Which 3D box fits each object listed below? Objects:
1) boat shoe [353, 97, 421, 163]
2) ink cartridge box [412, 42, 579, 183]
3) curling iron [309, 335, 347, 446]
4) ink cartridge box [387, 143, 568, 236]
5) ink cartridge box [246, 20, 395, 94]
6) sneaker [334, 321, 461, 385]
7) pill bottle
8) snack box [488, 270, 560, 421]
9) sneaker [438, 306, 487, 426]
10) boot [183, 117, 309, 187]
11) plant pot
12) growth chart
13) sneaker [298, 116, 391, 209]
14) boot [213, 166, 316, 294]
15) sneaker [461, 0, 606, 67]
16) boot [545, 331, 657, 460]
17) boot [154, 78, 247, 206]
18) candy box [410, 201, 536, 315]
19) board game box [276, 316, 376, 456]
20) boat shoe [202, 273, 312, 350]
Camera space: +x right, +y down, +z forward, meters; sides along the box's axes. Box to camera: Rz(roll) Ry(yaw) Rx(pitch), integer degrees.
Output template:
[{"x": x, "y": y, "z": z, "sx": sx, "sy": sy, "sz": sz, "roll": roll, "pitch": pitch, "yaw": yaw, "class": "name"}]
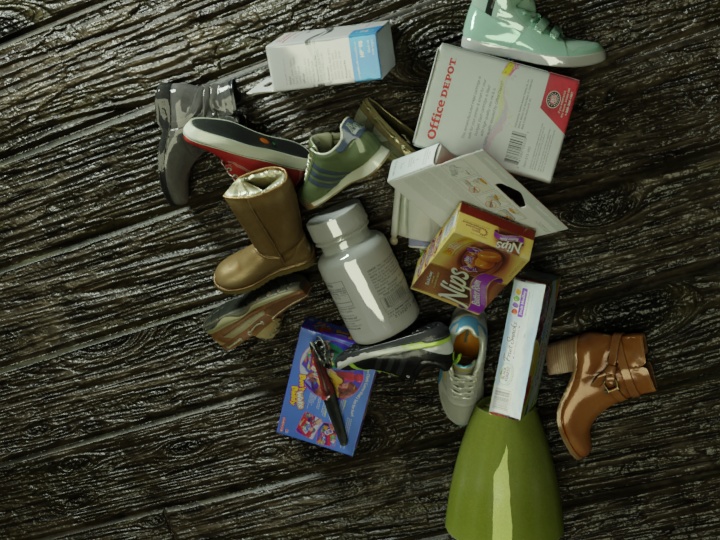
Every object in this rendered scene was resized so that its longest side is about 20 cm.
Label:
[{"x": 0.080, "y": -0.179, "z": 1.613, "sx": 0.200, "sy": 0.073, "sz": 0.063, "roll": 31, "pitch": 119, "yaw": 7, "class": "boat shoe"}, {"x": 0.184, "y": -0.219, "z": 1.540, "sx": 0.199, "sy": 0.083, "sz": 0.146, "roll": 15, "pitch": 98, "yaw": -1, "class": "ink cartridge box"}, {"x": -0.049, "y": 0.194, "z": 1.749, "sx": 0.025, "sy": 0.050, "sz": 0.201, "roll": -19, "pitch": 117, "yaw": -15, "class": "curling iron"}, {"x": 0.165, "y": -0.106, "z": 1.535, "sx": 0.173, "sy": 0.044, "sz": 0.200, "roll": -16, "pitch": 138, "yaw": 43, "class": "ink cartridge box"}, {"x": -0.059, "y": -0.302, "z": 1.569, "sx": 0.199, "sy": 0.116, "sz": 0.067, "roll": -4, "pitch": 110, "yaw": 13, "class": "ink cartridge box"}, {"x": 0.054, "y": 0.140, "z": 1.679, "sx": 0.199, "sy": 0.072, "sz": 0.083, "roll": -15, "pitch": 100, "yaw": 25, "class": "sneaker"}, {"x": 0.000, "y": 0.000, "z": 1.674, "sx": 0.114, "sy": 0.114, "sz": 0.201, "roll": -21, "pitch": 105, "yaw": 18, "class": "pill bottle"}, {"x": 0.242, "y": 0.106, "z": 1.623, "sx": 0.053, "sy": 0.142, "sz": 0.201, "roll": 12, "pitch": 98, "yaw": 16, "class": "snack box"}, {"x": 0.157, "y": 0.156, "z": 1.720, "sx": 0.076, "sy": 0.081, "sz": 0.201, "roll": 4, "pitch": 113, "yaw": 9, "class": "sneaker"}, {"x": -0.188, "y": -0.140, "z": 1.651, "sx": 0.199, "sy": 0.073, "sz": 0.145, "roll": 16, "pitch": 120, "yaw": -28, "class": "boot"}, {"x": 0.223, "y": 0.302, "z": 1.719, "sx": 0.186, "sy": 0.187, "sz": 0.201, "roll": 1, "pitch": 103, "yaw": 11, "class": "plant pot"}, {"x": 0.137, "y": -0.066, "z": 1.668, "sx": 0.199, "sy": 0.018, "sz": 0.145, "roll": 14, "pitch": 118, "yaw": 6, "class": "growth chart"}, {"x": -0.045, "y": -0.162, "z": 1.614, "sx": 0.090, "sy": 0.067, "sz": 0.200, "roll": 46, "pitch": 142, "yaw": -16, "class": "sneaker"}, {"x": -0.165, "y": -0.060, "z": 1.653, "sx": 0.174, "sy": 0.066, "sz": 0.200, "roll": -22, "pitch": 145, "yaw": 0, "class": "boot"}, {"x": 0.244, "y": -0.346, "z": 1.512, "sx": 0.199, "sy": 0.074, "sz": 0.119, "roll": 11, "pitch": 110, "yaw": 6, "class": "sneaker"}, {"x": 0.375, "y": 0.189, "z": 1.691, "sx": 0.155, "sy": 0.077, "sz": 0.201, "roll": -9, "pitch": 96, "yaw": 20, "class": "boot"}, {"x": -0.238, "y": -0.189, "z": 1.680, "sx": 0.131, "sy": 0.070, "sz": 0.201, "roll": 2, "pitch": 117, "yaw": 4, "class": "boot"}, {"x": 0.158, "y": -0.014, "z": 1.598, "sx": 0.116, "sy": 0.057, "sz": 0.200, "roll": 21, "pitch": 150, "yaw": -7, "class": "candy box"}, {"x": -0.049, "y": 0.189, "z": 1.794, "sx": 0.134, "sy": 0.045, "sz": 0.201, "roll": 17, "pitch": 113, "yaw": 5, "class": "board game box"}, {"x": -0.157, "y": 0.069, "z": 1.762, "sx": 0.199, "sy": 0.076, "sz": 0.074, "roll": -24, "pitch": 110, "yaw": 28, "class": "boat shoe"}]
